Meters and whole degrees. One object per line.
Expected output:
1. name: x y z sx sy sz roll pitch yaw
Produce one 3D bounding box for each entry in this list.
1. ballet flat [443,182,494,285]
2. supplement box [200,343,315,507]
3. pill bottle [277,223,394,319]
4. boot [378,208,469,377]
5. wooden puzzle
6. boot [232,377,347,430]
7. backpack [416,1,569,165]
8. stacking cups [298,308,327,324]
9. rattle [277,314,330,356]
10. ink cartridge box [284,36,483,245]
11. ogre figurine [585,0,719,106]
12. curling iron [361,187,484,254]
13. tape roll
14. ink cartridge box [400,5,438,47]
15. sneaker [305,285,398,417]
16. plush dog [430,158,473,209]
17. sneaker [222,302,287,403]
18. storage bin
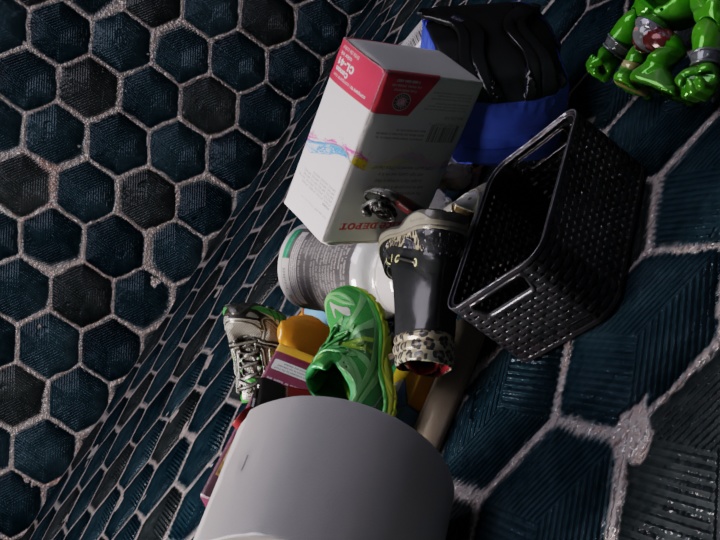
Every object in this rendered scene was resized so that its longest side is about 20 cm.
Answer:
1. ballet flat: 0.118 -0.046 1.241 0.067 0.062 0.201 -36 24 47
2. supplement box: -0.082 0.200 1.197 0.086 0.110 0.201 83 -150 -59
3. pill bottle: 0.000 0.000 1.303 0.199 0.113 0.114 6 59 46
4. boot: 0.055 0.032 1.088 0.204 0.073 0.155 134 143 -73
5. wooden puzzle: 0.042 0.141 1.127 0.200 0.037 0.186 -30 29 57
6. boot: -0.059 0.200 1.043 0.073 0.143 0.201 124 150 -42
7. backpack: 0.162 -0.205 1.245 0.201 0.161 0.169 -103 5 -49
8. stacking cups: -0.057 0.060 1.564 0.200 0.060 0.061 -47 17 34
9. rattle: -0.056 0.085 1.369 0.200 0.142 0.131 -103 31 -62
10. ink cartridge box: 0.022 -0.135 1.130 0.086 0.147 0.201 46 123 36
11. ogre figurine: 0.296 -0.228 1.019 0.200 0.098 0.121 -80 16 -81
12. curling iron: 0.072 -0.050 1.132 0.049 0.199 0.026 -3 74 44
13. tape roll: -0.031 0.220 0.872 0.203 0.202 0.140 -41 19 41
14. ink cartridge box: 0.121 -0.228 1.384 0.160 0.199 0.047 -47 33 26
15. sneaker: -0.014 0.089 1.077 0.201 0.083 0.074 -102 31 -44
16. plush dog: 0.050 -0.076 1.402 0.201 0.159 0.173 -71 -2 -45
17. sneaker: -0.123 0.114 1.312 0.077 0.201 0.086 1 48 18
18. storage bin: 0.174 -0.033 0.983 0.135 0.093 0.201 -38 24 47
